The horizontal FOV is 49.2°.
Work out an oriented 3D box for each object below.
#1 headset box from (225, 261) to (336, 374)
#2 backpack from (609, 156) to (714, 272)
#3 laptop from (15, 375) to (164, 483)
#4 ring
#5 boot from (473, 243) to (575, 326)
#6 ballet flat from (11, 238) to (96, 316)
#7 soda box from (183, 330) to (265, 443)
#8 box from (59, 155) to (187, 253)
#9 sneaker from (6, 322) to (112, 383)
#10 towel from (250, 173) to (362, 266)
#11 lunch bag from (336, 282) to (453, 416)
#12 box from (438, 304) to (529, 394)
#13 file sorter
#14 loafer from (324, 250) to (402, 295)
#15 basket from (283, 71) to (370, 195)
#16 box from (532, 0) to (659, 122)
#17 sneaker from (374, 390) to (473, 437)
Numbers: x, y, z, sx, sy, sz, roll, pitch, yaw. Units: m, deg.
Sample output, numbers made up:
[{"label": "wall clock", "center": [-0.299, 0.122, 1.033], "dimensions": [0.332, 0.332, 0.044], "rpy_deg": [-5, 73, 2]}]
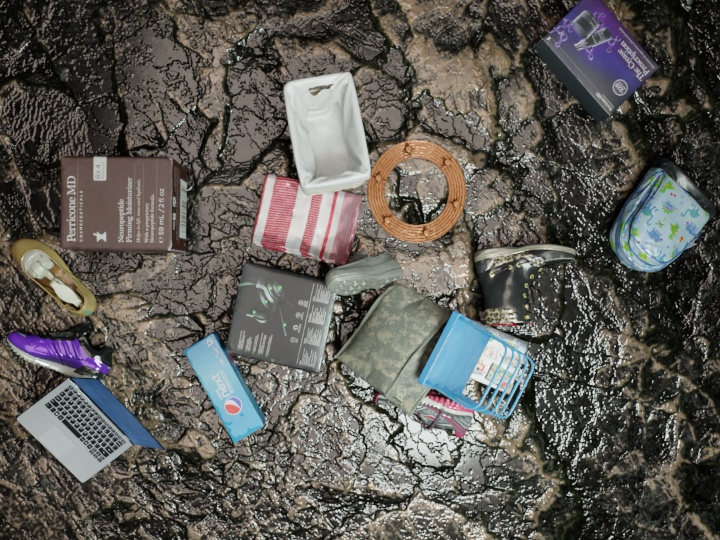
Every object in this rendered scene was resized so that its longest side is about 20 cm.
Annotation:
[{"label": "headset box", "center": [-0.154, 0.087, 1.498], "dimensions": [0.196, 0.093, 0.177], "rpy_deg": [12, 90, -3]}, {"label": "backpack", "center": [0.577, -0.092, 1.527], "dimensions": [0.163, 0.154, 0.200], "rpy_deg": [43, 101, -9]}, {"label": "laptop", "center": [-0.496, 0.298, 1.440], "dimensions": [0.199, 0.116, 0.188], "rpy_deg": [-37, 114, -2]}, {"label": "ring", "center": [0.112, -0.157, 1.549], "dimensions": [0.197, 0.019, 0.204], "rpy_deg": [0, 91, -3]}, {"label": "boot", "center": [0.321, 0.029, 1.524], "dimensions": [0.196, 0.073, 0.153], "rpy_deg": [-3, 80, 0]}, {"label": "ballet flat", "center": [-0.583, 0.009, 1.487], "dimensions": [0.199, 0.063, 0.069], "rpy_deg": [40, 88, -3]}, {"label": "soda box", "center": [-0.259, 0.221, 1.507], "dimensions": [0.067, 0.064, 0.202], "rpy_deg": [-29, 92, -2]}, {"label": "box", "center": [-0.428, -0.117, 1.445], "dimensions": [0.196, 0.164, 0.169], "rpy_deg": [0, 90, -3]}, {"label": "sneaker", "center": [-0.562, 0.141, 1.492], "dimensions": [0.198, 0.070, 0.101], "rpy_deg": [24, 84, -9]}, {"label": "towel", "center": [-0.105, -0.099, 1.536], "dimensions": [0.196, 0.023, 0.147], "rpy_deg": [13, 89, -3]}, {"label": "lunch bag", "center": [0.080, 0.136, 1.466], "dimensions": [0.201, 0.163, 0.117], "rpy_deg": [-54, 134, -6]}, {"label": "box", "center": [0.221, 0.155, 1.549], "dimensions": [0.197, 0.035, 0.112], "rpy_deg": [23, 89, -3]}, {"label": "file sorter", "center": [0.216, 0.178, 1.415], "dimensions": [0.122, 0.199, 0.140], "rpy_deg": [28, 90, 30]}, {"label": "loafer", "center": [0.000, 0.000, 1.476], "dimensions": [0.070, 0.199, 0.070], "rpy_deg": [-42, 69, 32]}, {"label": "basket", "center": [-0.064, -0.250, 1.478], "dimensions": [0.133, 0.123, 0.204], "rpy_deg": [-10, 86, -4]}, {"label": "box", "center": [0.459, -0.417, 1.540], "dimensions": [0.141, 0.079, 0.200], "rpy_deg": [-43, 93, 0]}, {"label": "sneaker", "center": [0.123, 0.270, 1.523], "dimensions": [0.197, 0.081, 0.076], "rpy_deg": [14, 96, -2]}]
